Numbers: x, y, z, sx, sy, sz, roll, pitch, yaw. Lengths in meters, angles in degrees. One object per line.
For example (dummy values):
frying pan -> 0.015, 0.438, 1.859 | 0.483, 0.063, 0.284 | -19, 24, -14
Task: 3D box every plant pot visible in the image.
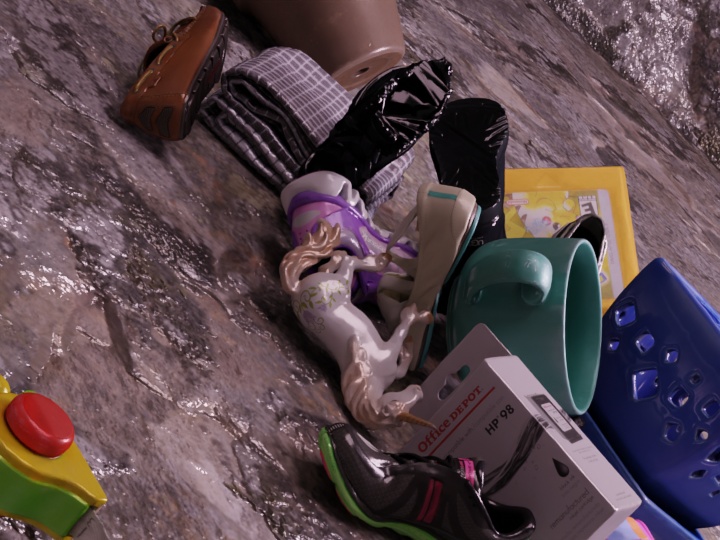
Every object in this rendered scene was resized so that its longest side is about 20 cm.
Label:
plant pot -> -0.035, -0.298, 2.070 | 0.176, 0.199, 0.200 | 64, 23, 8
plant pot -> 0.300, 0.142, 1.725 | 0.200, 0.180, 0.201 | 36, 17, -50

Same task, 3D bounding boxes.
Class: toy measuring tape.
toy measuring tape -> -0.176, 0.130, 1.007 | 0.073, 0.074, 0.200 | 15, 32, -53

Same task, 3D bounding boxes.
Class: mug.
mug -> 0.138, 0.034, 1.591 | 0.152, 0.113, 0.186 | -60, 145, -53

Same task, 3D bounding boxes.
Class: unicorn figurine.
unicorn figurine -> 0.005, 0.056, 1.510 | 0.200, 0.074, 0.137 | 39, 40, 11

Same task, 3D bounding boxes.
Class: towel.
towel -> -0.047, -0.130, 1.796 | 0.200, 0.086, 0.166 | 43, 20, 0

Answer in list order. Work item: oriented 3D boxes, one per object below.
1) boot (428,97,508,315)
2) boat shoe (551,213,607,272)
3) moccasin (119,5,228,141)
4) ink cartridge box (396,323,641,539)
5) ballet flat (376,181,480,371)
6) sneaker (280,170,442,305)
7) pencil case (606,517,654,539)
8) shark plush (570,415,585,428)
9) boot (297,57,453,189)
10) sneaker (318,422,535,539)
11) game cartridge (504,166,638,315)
boot -> 0.105, -0.045, 1.737 | 0.076, 0.169, 0.201 | -2, 39, 3
boat shoe -> 0.182, 0.033, 1.761 | 0.070, 0.201, 0.064 | 26, -21, -3
moccasin -> -0.169, -0.185, 1.669 | 0.077, 0.074, 0.202 | 14, 41, 4
ink cartridge box -> 0.112, 0.151, 1.464 | 0.200, 0.116, 0.067 | 49, 21, 19
ballet flat -> 0.048, 0.004, 1.581 | 0.069, 0.201, 0.070 | 11, 40, -9
sneaker -> 0.000, 0.000, 1.635 | 0.200, 0.080, 0.089 | 40, 37, -39
pencil case -> 0.244, 0.291, 1.478 | 0.088, 0.088, 0.200 | 15, 32, -54
shark plush -> 0.165, 0.156, 1.607 | 0.091, 0.083, 0.200 | 64, 13, 13
boot -> 0.033, -0.146, 1.660 | 0.073, 0.162, 0.198 | 46, 56, -4
sneaker -> 0.050, 0.160, 1.366 | 0.199, 0.084, 0.077 | 33, 20, -27
game cartridge -> 0.194, -0.005, 1.825 | 0.175, 0.032, 0.202 | -2, 71, -13
